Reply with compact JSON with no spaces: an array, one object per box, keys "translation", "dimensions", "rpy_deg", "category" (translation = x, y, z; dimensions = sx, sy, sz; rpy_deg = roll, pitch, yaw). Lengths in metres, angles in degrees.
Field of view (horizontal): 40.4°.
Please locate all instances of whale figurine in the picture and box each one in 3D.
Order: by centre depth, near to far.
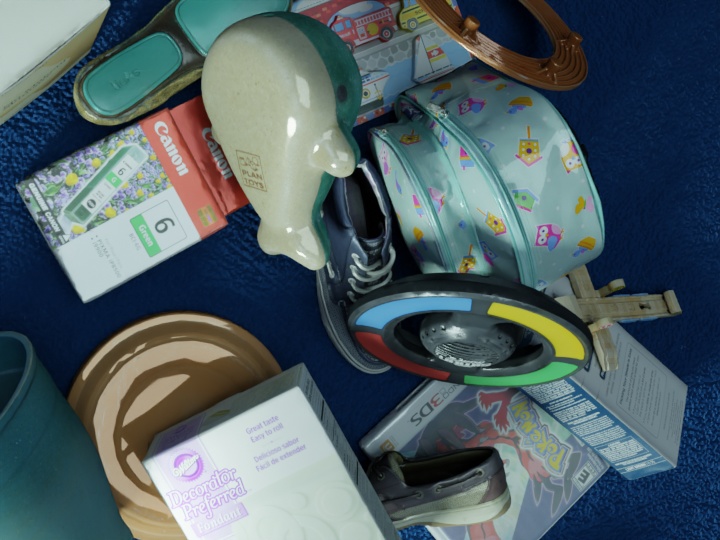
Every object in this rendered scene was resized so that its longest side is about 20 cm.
[{"translation":[-0.050,-0.105,0.776],"dimensions":[0.104,0.159,0.201],"rpy_deg":[-30,124,-39],"category":"whale figurine"}]

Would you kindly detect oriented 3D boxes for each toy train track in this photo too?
[{"translation":[0.253,0.032,0.926],"dimensions":[0.199,0.032,0.115],"rpy_deg":[-1,67,-43],"category":"toy train track"}]

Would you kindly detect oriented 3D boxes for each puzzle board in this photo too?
[{"translation":[0.000,-0.213,0.872],"dimensions":[0.199,0.017,0.151],"rpy_deg":[-25,101,-15],"category":"puzzle board"}]

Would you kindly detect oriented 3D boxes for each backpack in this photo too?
[{"translation":[0.105,-0.068,0.808],"dimensions":[0.153,0.200,0.176],"rpy_deg":[-29,118,-14],"category":"backpack"}]

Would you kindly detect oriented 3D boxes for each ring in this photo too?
[{"translation":[0.116,-0.228,0.836],"dimensions":[0.200,0.201,0.019],"rpy_deg":[24,128,-19],"category":"ring"}]

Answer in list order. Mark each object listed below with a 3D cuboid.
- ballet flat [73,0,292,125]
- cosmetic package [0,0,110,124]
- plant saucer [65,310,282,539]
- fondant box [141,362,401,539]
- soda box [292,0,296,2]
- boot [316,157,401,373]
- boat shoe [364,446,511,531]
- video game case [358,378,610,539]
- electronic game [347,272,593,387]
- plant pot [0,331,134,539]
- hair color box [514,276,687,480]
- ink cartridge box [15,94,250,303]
[{"translation":[-0.147,-0.182,0.798],"dimensions":[0.200,0.071,0.071],"rpy_deg":[-37,104,-17],"category":"ballet flat"},{"translation":[-0.245,-0.167,0.693],"dimensions":[0.105,0.200,0.071],"rpy_deg":[-43,106,-11],"category":"cosmetic package"},{"translation":[-0.153,0.135,0.837],"dimensions":[0.199,0.032,0.201],"rpy_deg":[-1,94,-18],"category":"plant saucer"},{"translation":[-0.065,0.197,0.800],"dimensions":[0.144,0.058,0.201],"rpy_deg":[-26,102,7],"category":"fondant box"},{"translation":[-0.075,-0.328,0.801],"dimensions":[0.063,0.070,0.201],"rpy_deg":[-30,98,-16],"category":"soda box"},{"translation":[0.000,0.000,0.848],"dimensions":[0.072,0.090,0.201],"rpy_deg":[-20,100,-17],"category":"boot"},{"translation":[0.031,0.191,0.862],"dimensions":[0.199,0.072,0.065],"rpy_deg":[-7,107,4],"category":"boat shoe"},{"translation":[0.124,0.177,0.939],"dimensions":[0.182,0.023,0.200],"rpy_deg":[-41,106,-12],"category":"video game case"},{"translation":[0.088,0.055,0.795],"dimensions":[0.199,0.200,0.042],"rpy_deg":[18,64,-19],"category":"electronic game"},{"translation":[-0.272,0.181,0.724],"dimensions":[0.200,0.200,0.188],"rpy_deg":[-39,119,-13],"category":"plant pot"},{"translation":[0.219,0.099,0.927],"dimensions":[0.200,0.060,0.100],"rpy_deg":[40,48,-17],"category":"hair color box"},{"translation":[-0.167,-0.070,0.806],"dimensions":[0.199,0.050,0.109],"rpy_deg":[-30,102,-14],"category":"ink cartridge box"}]
